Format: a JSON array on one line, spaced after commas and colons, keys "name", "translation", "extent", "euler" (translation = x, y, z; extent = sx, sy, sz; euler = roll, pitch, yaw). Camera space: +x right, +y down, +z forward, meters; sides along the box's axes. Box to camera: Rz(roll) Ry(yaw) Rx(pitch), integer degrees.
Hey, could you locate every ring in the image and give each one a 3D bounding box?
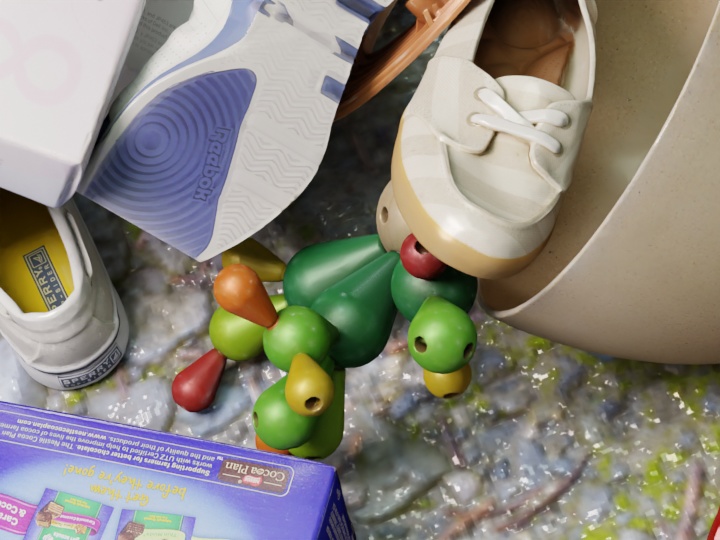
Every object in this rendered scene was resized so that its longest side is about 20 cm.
[{"name": "ring", "translation": [0.041, -0.146, 1.267], "extent": [0.019, 0.200, 0.201], "euler": [39, 71, -11]}]

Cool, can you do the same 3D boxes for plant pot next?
[{"name": "plant pot", "translation": [0.152, -0.042, 1.193], "extent": [0.134, 0.200, 0.201], "euler": [27, 65, -13]}]

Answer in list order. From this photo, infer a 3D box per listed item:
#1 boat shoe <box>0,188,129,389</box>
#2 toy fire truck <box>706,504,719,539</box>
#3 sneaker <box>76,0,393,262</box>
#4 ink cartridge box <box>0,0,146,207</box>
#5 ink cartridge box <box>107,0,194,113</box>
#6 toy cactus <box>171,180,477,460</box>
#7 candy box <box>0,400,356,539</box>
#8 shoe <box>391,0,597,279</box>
[{"name": "boat shoe", "translation": [-0.171, -0.043, 1.302], "extent": [0.074, 0.086, 0.203], "euler": [-28, 60, -5]}, {"name": "toy fire truck", "translation": [0.164, 0.128, 1.087], "extent": [0.112, 0.168, 0.201], "euler": [20, 67, 21]}, {"name": "sneaker", "translation": [-0.039, -0.102, 1.236], "extent": [0.080, 0.115, 0.200], "euler": [34, 95, -16]}, {"name": "ink cartridge box", "translation": [-0.184, -0.131, 1.196], "extent": [0.199, 0.057, 0.163], "euler": [23, 59, -11]}, {"name": "ink cartridge box", "translation": [-0.069, -0.152, 1.323], "extent": [0.117, 0.067, 0.201], "euler": [27, 62, -21]}, {"name": "toy cactus", "translation": [0.000, 0.000, 1.205], "extent": [0.102, 0.200, 0.165], "euler": [43, 69, -10]}, {"name": "candy box", "translation": [-0.108, 0.165, 1.178], "extent": [0.168, 0.077, 0.201], "euler": [10, 63, 16]}, {"name": "shoe", "translation": [0.057, -0.074, 1.168], "extent": [0.069, 0.054, 0.201], "euler": [19, 39, -4]}]
